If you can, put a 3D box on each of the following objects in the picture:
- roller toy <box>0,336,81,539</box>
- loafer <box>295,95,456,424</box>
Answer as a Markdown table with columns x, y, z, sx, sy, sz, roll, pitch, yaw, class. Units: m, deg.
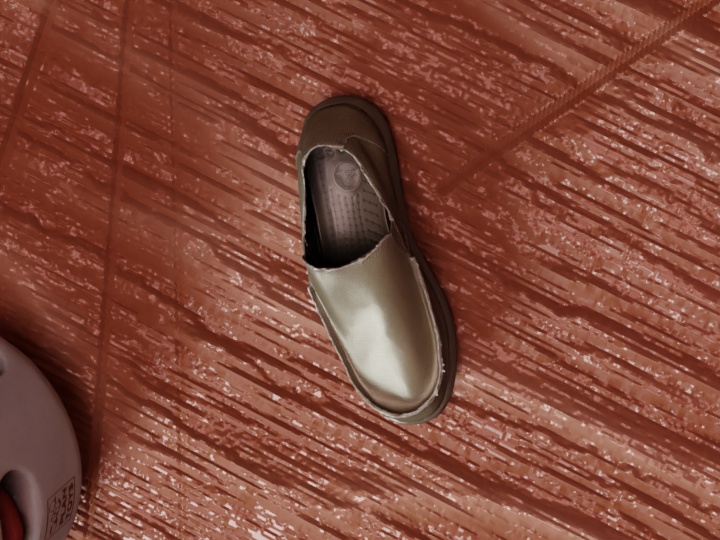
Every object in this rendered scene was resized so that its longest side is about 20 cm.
| x | y | z | sx | sy | sz | roll | pitch | yaw | class |
| --- | --- | --- | --- | --- | --- | --- | --- | --- | --- |
| -0.271 | 0.130 | 1.706 | 0.182 | 0.140 | 0.201 | -31 | 95 | 34 | roller toy |
| 0.000 | 0.000 | 1.614 | 0.076 | 0.067 | 0.201 | -15 | 98 | 22 | loafer |
